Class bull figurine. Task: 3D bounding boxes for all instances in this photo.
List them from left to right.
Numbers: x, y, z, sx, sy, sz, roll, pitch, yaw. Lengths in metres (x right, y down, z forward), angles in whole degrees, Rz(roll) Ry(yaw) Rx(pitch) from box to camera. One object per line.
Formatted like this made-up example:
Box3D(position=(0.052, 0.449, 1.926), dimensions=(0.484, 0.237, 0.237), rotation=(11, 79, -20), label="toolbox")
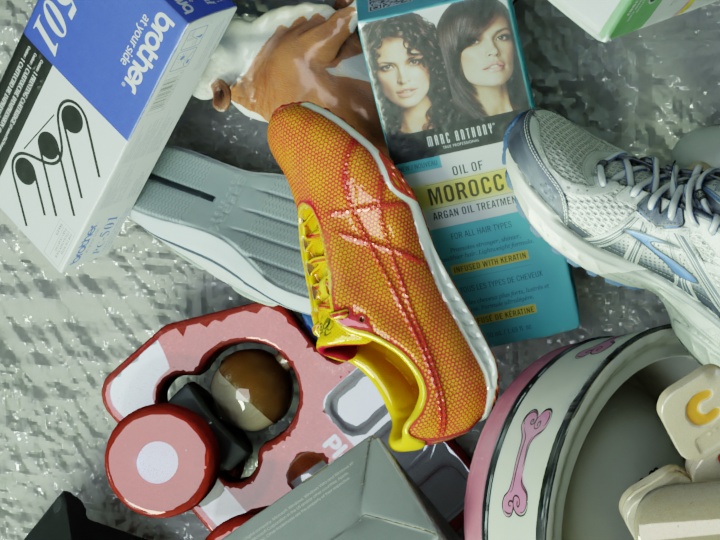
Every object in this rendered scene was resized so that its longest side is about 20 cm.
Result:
Box3D(position=(-0.004, -0.104, 1.564), dimensions=(0.200, 0.065, 0.121), rotation=(37, 114, 1), label="bull figurine")

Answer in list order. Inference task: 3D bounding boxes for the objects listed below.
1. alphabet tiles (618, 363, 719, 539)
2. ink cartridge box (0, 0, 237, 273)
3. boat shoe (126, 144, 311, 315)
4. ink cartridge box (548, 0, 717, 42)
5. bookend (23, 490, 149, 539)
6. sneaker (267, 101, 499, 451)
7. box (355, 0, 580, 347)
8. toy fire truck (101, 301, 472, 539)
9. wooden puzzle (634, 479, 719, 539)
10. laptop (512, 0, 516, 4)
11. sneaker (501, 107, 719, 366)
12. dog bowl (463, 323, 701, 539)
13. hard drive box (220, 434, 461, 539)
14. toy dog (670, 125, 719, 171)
Box3D(position=(0.233, 0.100, 1.452), dimensions=(0.200, 0.015, 0.196), rotation=(-32, 126, -1), label="alphabet tiles")
Box3D(position=(-0.149, -0.101, 1.570), dimensions=(0.094, 0.044, 0.200), rotation=(45, 130, 17), label="ink cartridge box")
Box3D(position=(-0.047, -0.018, 1.605), dimensions=(0.200, 0.067, 0.074), rotation=(28, 75, 32), label="boat shoe")
Box3D(position=(0.164, -0.204, 1.388), dimensions=(0.087, 0.200, 0.145), rotation=(40, 117, 16), label="ink cartridge box")
Box3D(position=(-0.108, 0.258, 1.679), dimensions=(0.092, 0.199, 0.200), rotation=(-50, 35, 27), label="bookend")
Box3D(position=(0.000, 0.000, 1.475), dimensions=(0.200, 0.077, 0.073), rotation=(60, 156, 12), label="sneaker")
Box3D(position=(0.059, -0.058, 1.505), dimensions=(0.082, 0.049, 0.200), rotation=(-13, 113, 5), label="box")
Box3D(position=(-0.044, 0.105, 1.628), dimensions=(0.168, 0.112, 0.200), rotation=(-40, 83, 4), label="toy fire truck")
Box3D(position=(0.243, 0.194, 1.425), dimensions=(0.185, 0.046, 0.200), rotation=(-6, 104, 10), label="wooden puzzle")
Box3D(position=(0.036, -0.252, 1.485), dimensions=(0.187, 0.116, 0.200), rotation=(43, 117, 11), label="laptop")
Box3D(position=(0.166, -0.027, 1.440), dimensions=(0.200, 0.077, 0.085), rotation=(37, 134, 0), label="sneaker")
Box3D(position=(0.135, 0.124, 1.492), dimensions=(0.074, 0.200, 0.200), rotation=(7, 106, 45), label="dog bowl")
Box3D(position=(-0.005, 0.198, 1.538), dimensions=(0.156, 0.200, 0.077), rotation=(-35, 56, 2), label="hard drive box")
Box3D(position=(0.250, -0.066, 1.437), dimensions=(0.200, 0.096, 0.132), rotation=(-41, 83, 28), label="toy dog")
